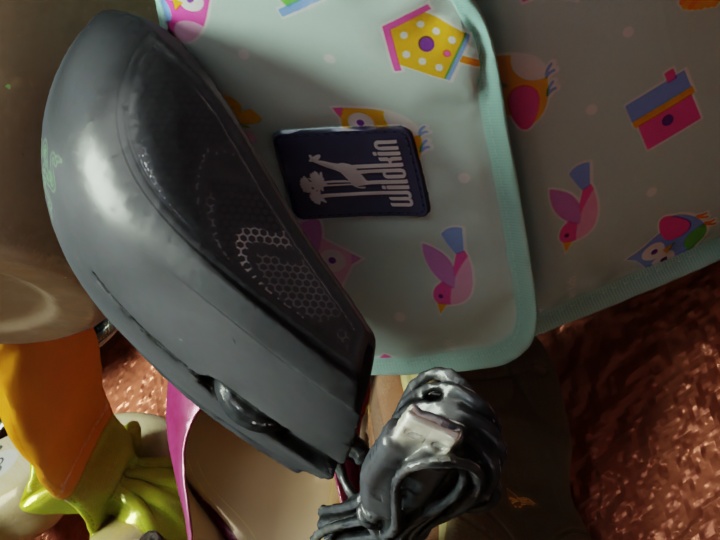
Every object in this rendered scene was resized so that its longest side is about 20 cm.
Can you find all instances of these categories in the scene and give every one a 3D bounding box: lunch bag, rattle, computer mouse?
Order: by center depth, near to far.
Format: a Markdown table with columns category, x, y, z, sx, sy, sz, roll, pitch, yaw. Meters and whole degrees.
| category | x | y | z | sx | sy | sz | roll | pitch | yaw |
| --- | --- | --- | --- | --- | --- | --- | --- | --- | --- |
| computer mouse | -0.042 | 0.011 | 0.748 | 0.053 | 0.200 | 0.139 | -30 | -14 | -23 |
| lunch bag | 0.038 | -0.066 | 0.801 | 0.200 | 0.170 | 0.122 | -22 | 37 | -10 |
| rattle | -0.161 | 0.073 | 1.006 | 0.130 | 0.143 | 0.200 | -56 | 33 | -11 |

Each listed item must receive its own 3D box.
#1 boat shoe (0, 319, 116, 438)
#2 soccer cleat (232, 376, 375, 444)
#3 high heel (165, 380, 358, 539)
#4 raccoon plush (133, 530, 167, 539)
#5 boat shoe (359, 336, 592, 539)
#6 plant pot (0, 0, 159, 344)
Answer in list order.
| category | x | y | z | sx | sy | sz | roll | pitch | yaw |
| --- | --- | --- | --- | --- | --- | --- | --- | --- | --- |
| boat shoe | -0.148 | 0.019 | 1.082 | 0.200 | 0.072 | 0.068 | -45 | 16 | 14 |
| soccer cleat | 0.000 | 0.000 | 0.949 | 0.200 | 0.067 | 0.076 | -62 | 9 | -17 |
| high heel | -0.030 | 0.088 | 0.836 | 0.067 | 0.096 | 0.200 | -13 | 81 | 0 |
| raccoon plush | -0.092 | 0.194 | 0.920 | 0.097 | 0.134 | 0.200 | 34 | 123 | 39 |
| boat shoe | 0.036 | 0.104 | 0.826 | 0.068 | 0.072 | 0.200 | -48 | 36 | 39 |
| plant pot | -0.131 | -0.072 | 0.863 | 0.200 | 0.200 | 0.175 | -15 | 63 | 42 |
